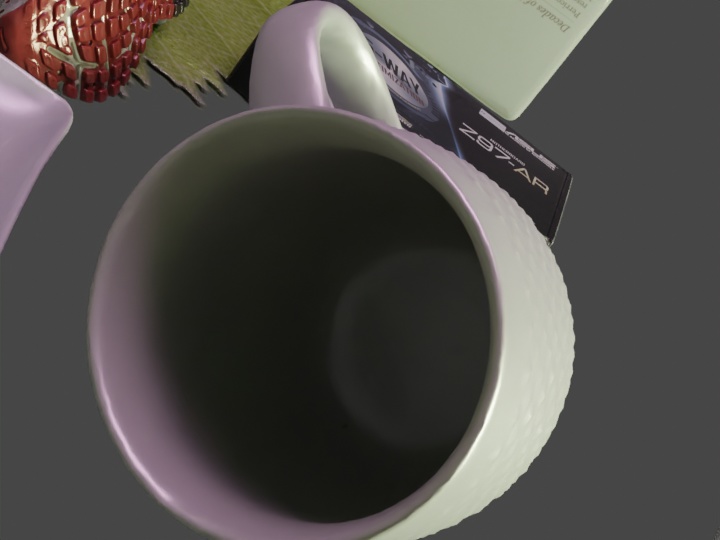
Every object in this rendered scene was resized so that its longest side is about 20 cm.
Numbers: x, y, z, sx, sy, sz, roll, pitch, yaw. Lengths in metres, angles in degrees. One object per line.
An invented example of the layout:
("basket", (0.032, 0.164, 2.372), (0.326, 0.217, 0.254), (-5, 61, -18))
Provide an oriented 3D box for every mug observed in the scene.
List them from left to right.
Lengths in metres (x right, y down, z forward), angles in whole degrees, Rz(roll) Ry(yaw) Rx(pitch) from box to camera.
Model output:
("mug", (0.000, 0.000, 0.739), (0.175, 0.147, 0.201), (12, 65, -70))

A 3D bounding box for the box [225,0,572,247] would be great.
("box", (0.028, -0.081, 1.186), (0.200, 0.044, 0.160), (38, 19, -1))

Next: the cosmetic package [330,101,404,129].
("cosmetic package", (-0.006, -0.032, 0.998), (0.082, 0.051, 0.200), (38, 18, -8))

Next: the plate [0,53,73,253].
("plate", (-0.210, -0.079, 0.758), (0.200, 0.032, 0.200), (35, 18, -11))

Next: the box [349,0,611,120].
("box", (0.088, -0.251, 1.495), (0.200, 0.171, 0.199), (35, 19, -8))

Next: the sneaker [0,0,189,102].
("sneaker", (-0.140, -0.138, 0.990), (0.082, 0.078, 0.200), (11, 23, 7))

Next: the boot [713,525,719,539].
("boot", (0.210, 0.169, 0.900), (0.096, 0.074, 0.200), (41, 23, -7))

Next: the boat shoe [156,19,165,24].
("boat shoe", (-0.125, -0.203, 1.157), (0.072, 0.062, 0.200), (30, 21, -22))
